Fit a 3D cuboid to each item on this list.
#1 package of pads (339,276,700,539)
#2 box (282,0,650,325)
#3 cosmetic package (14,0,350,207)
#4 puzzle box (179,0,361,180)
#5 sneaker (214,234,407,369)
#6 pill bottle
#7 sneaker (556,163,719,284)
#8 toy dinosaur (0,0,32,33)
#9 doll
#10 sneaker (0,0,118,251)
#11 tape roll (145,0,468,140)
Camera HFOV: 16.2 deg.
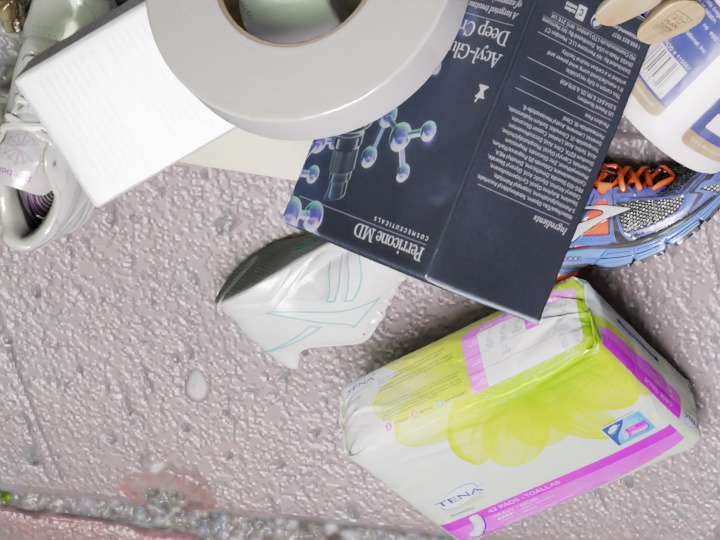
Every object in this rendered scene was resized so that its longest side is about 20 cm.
[{"bbox_3d":[0.103,0.097,1.686,0.200,0.068,0.155,-27,137,22],"label":"package of pads"},{"bbox_3d":[0.065,-0.090,1.551,0.148,0.107,0.200,22,91,49],"label":"box"},{"bbox_3d":[-0.109,-0.137,1.616,0.200,0.071,0.101,-29,103,9],"label":"cosmetic package"},{"bbox_3d":[-0.052,-0.157,1.671,0.133,0.025,0.200,10,115,10],"label":"puzzle box"},{"bbox_3d":[0.000,0.000,1.710,0.200,0.070,0.080,-27,111,30],"label":"sneaker"},{"bbox_3d":[0.249,-0.163,1.548,0.111,0.111,0.200,41,116,-6],"label":"pill bottle"},{"bbox_3d":[0.154,-0.041,1.647,0.200,0.075,0.078,-21,103,19],"label":"sneaker"},{"bbox_3d":[-0.273,-0.180,1.629,0.088,0.200,0.047,-24,84,7],"label":"toy dinosaur"},{"bbox_3d":[0.151,-0.232,1.520,0.136,0.200,0.048,16,140,-44],"label":"doll"},{"bbox_3d":[-0.203,-0.103,1.690,0.075,0.100,0.200,14,115,13],"label":"sneaker"},{"bbox_3d":[-0.032,-0.178,1.520,0.203,0.037,0.203,-6,72,18],"label":"tape roll"}]
